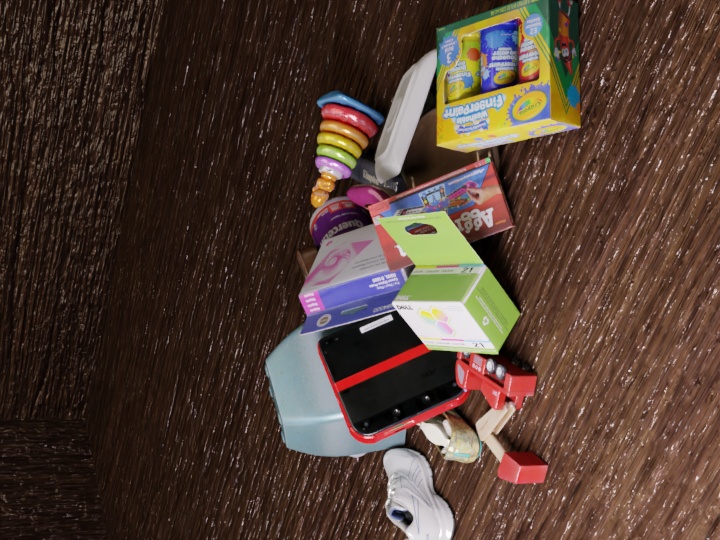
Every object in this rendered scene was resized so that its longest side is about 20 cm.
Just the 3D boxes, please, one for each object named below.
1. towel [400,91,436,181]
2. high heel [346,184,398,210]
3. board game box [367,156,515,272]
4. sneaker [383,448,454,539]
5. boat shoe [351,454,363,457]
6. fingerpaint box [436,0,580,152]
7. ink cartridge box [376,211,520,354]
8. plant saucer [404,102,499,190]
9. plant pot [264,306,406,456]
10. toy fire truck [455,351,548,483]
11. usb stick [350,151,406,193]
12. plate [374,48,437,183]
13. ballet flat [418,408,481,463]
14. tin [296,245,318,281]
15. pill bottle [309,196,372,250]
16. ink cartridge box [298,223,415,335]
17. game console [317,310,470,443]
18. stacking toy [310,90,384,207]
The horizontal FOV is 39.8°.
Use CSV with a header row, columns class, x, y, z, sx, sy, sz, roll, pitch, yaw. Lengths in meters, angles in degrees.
class,x,y,z,sx,sy,sz,roll,pitch,yaw
towel,0.115,-0.183,1.584,0.201,0.036,0.150,62,140,45
high heel,0.043,-0.078,1.528,0.198,0.067,0.098,13,93,49
board game box,0.115,-0.078,1.434,0.197,0.019,0.105,-21,88,22
sneaker,0.075,0.349,1.552,0.201,0.085,0.076,-125,44,-53
boat shoe,-0.022,0.229,1.777,0.071,0.071,0.205,9,97,59
fingerpaint box,0.194,-0.261,1.338,0.198,0.072,0.171,-5,82,47
ink cartridge box,0.105,0.019,1.376,0.146,0.201,0.076,-1,46,51
plant saucer,0.129,-0.156,1.490,0.198,0.029,0.205,7,99,52
plant pot,-0.046,0.189,1.607,0.197,0.196,0.199,89,164,-61
toy fire truck,0.190,0.193,1.375,0.199,0.048,0.144,30,114,61
usb stick,0.029,-0.168,1.764,0.200,0.032,0.057,37,119,59
plate,0.066,-0.244,1.580,0.200,0.032,0.203,-177,105,-83
ballet flat,0.112,0.227,1.513,0.200,0.069,0.072,43,124,58
tin,-0.080,0.015,1.789,0.200,0.041,0.114,151,104,-85
pill bottle,-0.014,-0.030,1.747,0.114,0.110,0.202,-66,33,36
ink cartridge box,0.000,0.000,1.563,0.193,0.044,0.202,-17,32,29
game console,0.051,0.148,1.497,0.031,0.197,0.179,76,170,-65
stacking toy,-0.043,-0.205,1.770,0.116,0.108,0.204,3,71,63
